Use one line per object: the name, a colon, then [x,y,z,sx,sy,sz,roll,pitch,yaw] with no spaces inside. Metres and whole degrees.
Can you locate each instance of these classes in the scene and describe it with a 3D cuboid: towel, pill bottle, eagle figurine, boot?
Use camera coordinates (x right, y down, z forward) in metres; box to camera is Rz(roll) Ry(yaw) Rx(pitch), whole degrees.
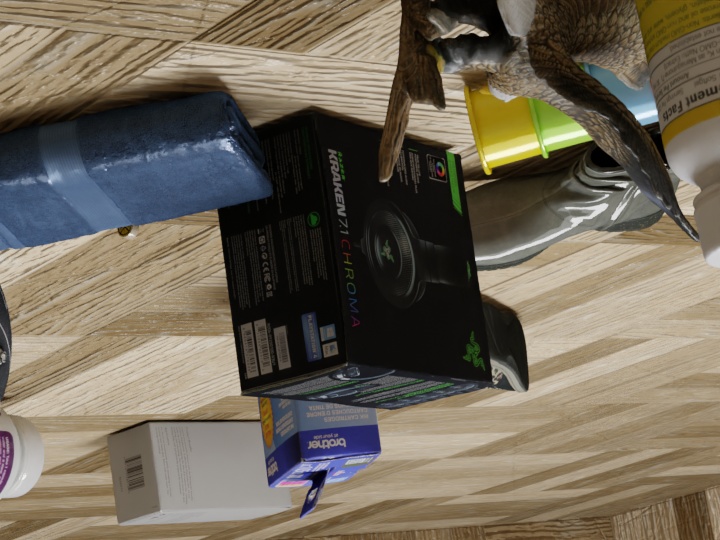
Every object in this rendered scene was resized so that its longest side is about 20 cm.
towel: [-0.163,-0.065,1.388,0.199,0.049,0.112,-11,157,10]
pill bottle: [0.206,-0.109,1.136,0.114,0.201,0.114,-9,167,-2]
eagle figurine: [0.112,-0.112,1.202,0.199,0.152,0.151,11,-162,-15]
boot: [0.156,-0.065,1.617,0.199,0.068,0.131,-14,164,-14]
pill bottle: [-0.399,0.175,2.109,0.112,0.113,0.200,-17,164,30]
boot: [0.077,0.084,2.151,0.153,0.074,0.204,-10,163,17]

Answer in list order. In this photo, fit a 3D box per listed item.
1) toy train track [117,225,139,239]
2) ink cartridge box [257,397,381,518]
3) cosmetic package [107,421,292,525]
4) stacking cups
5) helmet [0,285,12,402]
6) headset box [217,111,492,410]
toy train track: [-0.186,-0.037,1.508,0.199,0.033,0.115,-14,158,35]
ink cartridge box: [-0.039,0.107,1.874,0.076,0.201,0.136,-5,166,-16]
cosmetic package: [-0.182,0.232,2.513,0.200,0.108,0.085,6,160,-45]
stacking cups: [0.168,-0.118,1.412,0.199,0.061,0.061,-17,166,8]
helmet: [-0.322,0.036,1.392,0.191,0.200,0.200,-33,-174,-42]
headset box: [0.000,0.000,1.507,0.093,0.175,0.200,-16,164,31]
